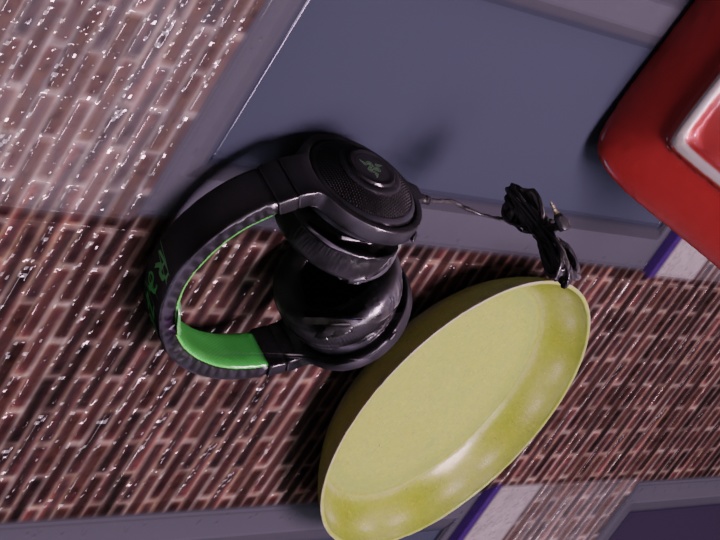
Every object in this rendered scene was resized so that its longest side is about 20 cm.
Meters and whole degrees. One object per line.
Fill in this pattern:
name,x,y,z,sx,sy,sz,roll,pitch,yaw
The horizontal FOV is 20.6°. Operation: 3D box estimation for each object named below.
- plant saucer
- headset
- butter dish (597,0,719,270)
plant saucer,0.048,0.076,1.140,0.199,0.031,0.201,-31,147,-23
headset,0.000,0.000,0.924,0.198,0.094,0.124,-18,143,-19
butter dish,0.266,-0.085,1.087,0.201,0.199,0.148,-53,172,18
